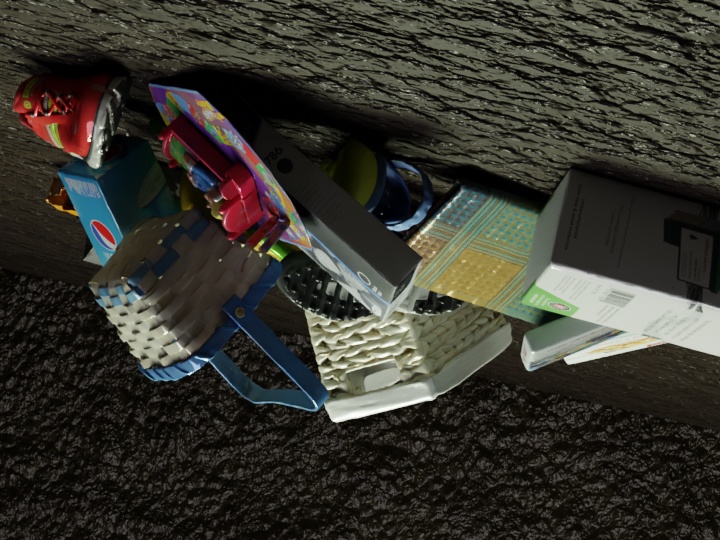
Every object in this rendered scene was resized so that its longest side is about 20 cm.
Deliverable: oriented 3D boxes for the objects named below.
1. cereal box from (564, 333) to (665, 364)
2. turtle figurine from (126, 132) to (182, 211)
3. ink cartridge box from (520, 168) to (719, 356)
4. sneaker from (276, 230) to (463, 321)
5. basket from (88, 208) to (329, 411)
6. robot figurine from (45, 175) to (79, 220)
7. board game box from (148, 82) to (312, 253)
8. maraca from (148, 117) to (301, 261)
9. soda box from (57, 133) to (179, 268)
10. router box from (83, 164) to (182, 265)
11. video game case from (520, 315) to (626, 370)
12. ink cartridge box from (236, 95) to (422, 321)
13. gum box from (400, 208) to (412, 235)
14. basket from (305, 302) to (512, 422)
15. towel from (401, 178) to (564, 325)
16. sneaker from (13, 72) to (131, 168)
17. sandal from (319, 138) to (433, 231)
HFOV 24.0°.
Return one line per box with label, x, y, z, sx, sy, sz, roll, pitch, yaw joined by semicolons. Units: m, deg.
cereal box;0.274;0.056;1.762;0.142;0.040;0.200;-13;168;9
turtle figurine;-0.189;-0.055;1.670;0.149;0.101;0.200;7;152;35
ink cartridge box;0.241;0.000;1.350;0.198;0.085;0.146;14;167;-1
sneaker;0.000;0.000;1.567;0.198;0.067;0.091;1;-153;-32
basket;-0.125;0.045;1.463;0.201;0.139;0.176;52;158;-17
robot figurine;-0.286;-0.080;2.004;0.144;0.059;0.199;19;173;-35
board game box;-0.120;-0.074;1.364;0.159;0.039;0.200;55;164;-23
maraca;-0.118;-0.068;1.550;0.200;0.107;0.137;42;-178;-32
soda box;-0.198;-0.023;1.555;0.064;0.068;0.201;14;135;44
router box;-0.189;-0.039;1.890;0.198;0.053;0.157;18;146;-22
video game case;0.239;0.038;1.520;0.198;0.023;0.182;-22;171;1
ink cartridge box;-0.039;-0.048;1.373;0.200;0.039;0.100;42;164;9
gum box;-0.037;-0.042;1.735;0.112;0.067;0.200;16;173;-17
basket;0.048;0.057;1.729;0.135;0.125;0.200;-16;-175;32
towel;0.133;-0.014;1.485;0.198;0.022;0.147;17;139;-26
sneaker;-0.250;-0.133;1.431;0.084;0.078;0.200;22;171;-18
sandal;0.005;-0.060;1.474;0.086;0.080;0.200;12;176;-13
